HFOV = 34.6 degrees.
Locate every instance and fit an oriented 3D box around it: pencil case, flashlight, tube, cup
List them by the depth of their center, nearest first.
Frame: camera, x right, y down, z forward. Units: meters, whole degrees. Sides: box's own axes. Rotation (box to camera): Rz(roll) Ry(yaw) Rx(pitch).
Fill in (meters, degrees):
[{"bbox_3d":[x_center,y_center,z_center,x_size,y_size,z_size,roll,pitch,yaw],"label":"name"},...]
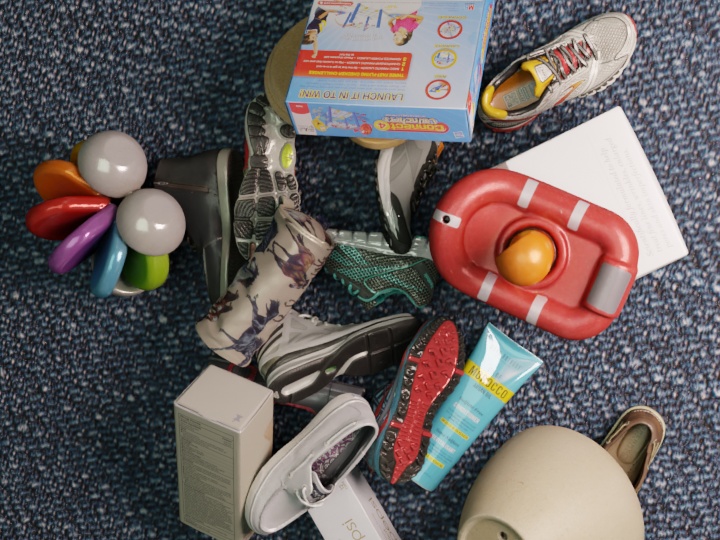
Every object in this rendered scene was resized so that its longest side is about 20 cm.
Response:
[{"bbox_3d":[0.185,0.286,1.250,0.199,0.143,0.203,12,109,37],"label":"cup"},{"bbox_3d":[-0.112,0.017,1.320,0.201,0.077,0.090,-53,40,18],"label":"pencil case"},{"bbox_3d":[0.123,0.164,1.354,0.077,0.050,0.201,35,96,-2],"label":"tube"},{"bbox_3d":[-0.095,0.154,1.399,0.198,0.068,0.069,12,91,9],"label":"flashlight"}]

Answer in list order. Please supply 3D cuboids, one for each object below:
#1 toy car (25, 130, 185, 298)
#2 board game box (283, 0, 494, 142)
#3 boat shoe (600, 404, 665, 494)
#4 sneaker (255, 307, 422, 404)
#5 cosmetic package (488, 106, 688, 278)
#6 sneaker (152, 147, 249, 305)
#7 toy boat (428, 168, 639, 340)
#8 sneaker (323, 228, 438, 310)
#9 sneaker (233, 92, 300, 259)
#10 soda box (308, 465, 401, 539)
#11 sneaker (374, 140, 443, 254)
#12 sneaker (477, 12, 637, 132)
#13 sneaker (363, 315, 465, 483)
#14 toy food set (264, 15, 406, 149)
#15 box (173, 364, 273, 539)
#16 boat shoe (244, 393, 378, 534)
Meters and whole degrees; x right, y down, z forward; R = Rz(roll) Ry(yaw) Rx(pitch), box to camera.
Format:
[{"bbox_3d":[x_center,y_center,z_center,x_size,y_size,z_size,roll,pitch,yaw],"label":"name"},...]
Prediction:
[{"bbox_3d":[-0.314,-0.054,1.372,0.201,0.149,0.175,56,142,6],"label":"toy car"},{"bbox_3d":[0.036,-0.238,1.259,0.198,0.056,0.197,5,60,14],"label":"board game box"},{"bbox_3d":[0.275,0.246,1.300,0.074,0.075,0.204,24,98,12],"label":"boat shoe"},{"bbox_3d":[-0.034,0.071,1.370,0.199,0.076,0.116,-20,48,-12],"label":"sneaker"},{"bbox_3d":[0.239,-0.059,1.232,0.164,0.200,0.166,-26,87,14],"label":"cosmetic package"},{"bbox_3d":[-0.192,-0.044,1.415,0.105,0.075,0.202,-4,85,21],"label":"sneaker"},{"bbox_3d":[0.157,-0.016,1.085,0.198,0.131,0.132,24,100,14],"label":"toy boat"},{"bbox_3d":[0.000,0.000,1.355,0.198,0.078,0.092,5,87,16],"label":"sneaker"},{"bbox_3d":[-0.108,-0.109,1.376,0.076,0.085,0.202,7,87,-7],"label":"sneaker"},{"bbox_3d":[0.014,0.339,1.373,0.063,0.068,0.201,-33,84,13],"label":"soda box"},{"bbox_3d":[0.055,-0.114,1.314,0.078,0.074,0.202,1,65,4],"label":"sneaker"},{"bbox_3d":[0.220,-0.218,1.291,0.199,0.082,0.078,-33,84,13],"label":"sneaker"},{"bbox_3d":[0.048,0.141,1.348,0.079,0.095,0.202,29,81,-30],"label":"sneaker"},{"bbox_3d":[-0.012,-0.229,1.326,0.198,0.049,0.200,6,60,15],"label":"toy food set"},{"bbox_3d":[-0.159,0.220,1.354,0.094,0.078,0.201,21,130,18],"label":"box"},{"bbox_3d":[-0.053,0.233,1.318,0.200,0.069,0.072,-44,123,2],"label":"boat shoe"}]
